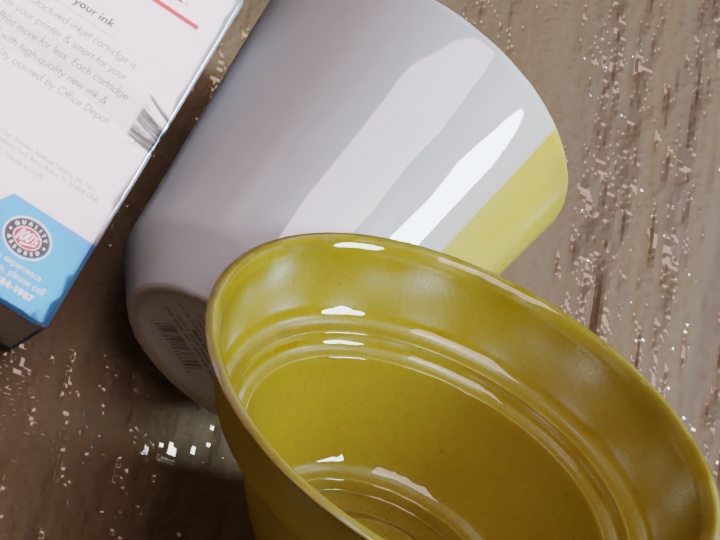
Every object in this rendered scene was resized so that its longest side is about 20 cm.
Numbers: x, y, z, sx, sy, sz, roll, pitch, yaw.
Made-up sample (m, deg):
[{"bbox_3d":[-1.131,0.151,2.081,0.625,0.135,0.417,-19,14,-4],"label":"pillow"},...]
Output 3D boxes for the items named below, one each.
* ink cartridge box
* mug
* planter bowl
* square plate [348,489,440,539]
[{"bbox_3d":[-0.128,-0.084,1.028,0.116,0.067,0.200,33,72,-9],"label":"ink cartridge box"},{"bbox_3d":[-0.003,-0.007,1.048,0.186,0.149,0.153,35,60,6],"label":"mug"},{"bbox_3d":[0.022,0.080,0.930,0.200,0.084,0.200,21,30,-13],"label":"planter bowl"},{"bbox_3d":[0.077,0.152,0.999,0.200,0.028,0.198,18,33,-32],"label":"square plate"}]
